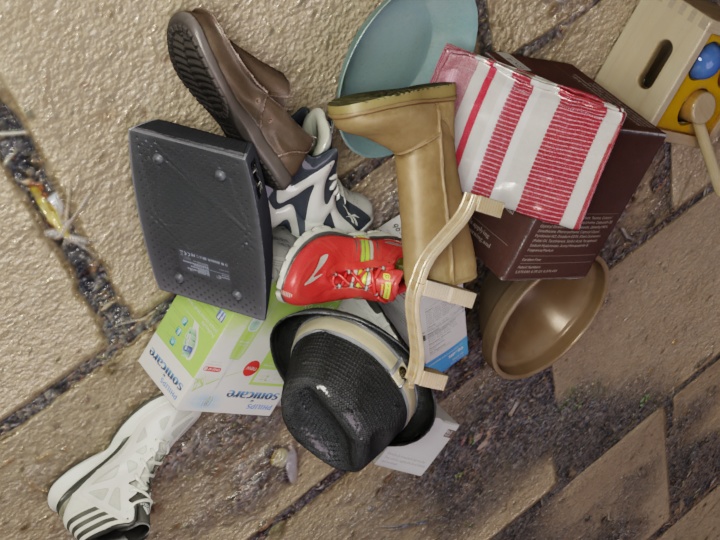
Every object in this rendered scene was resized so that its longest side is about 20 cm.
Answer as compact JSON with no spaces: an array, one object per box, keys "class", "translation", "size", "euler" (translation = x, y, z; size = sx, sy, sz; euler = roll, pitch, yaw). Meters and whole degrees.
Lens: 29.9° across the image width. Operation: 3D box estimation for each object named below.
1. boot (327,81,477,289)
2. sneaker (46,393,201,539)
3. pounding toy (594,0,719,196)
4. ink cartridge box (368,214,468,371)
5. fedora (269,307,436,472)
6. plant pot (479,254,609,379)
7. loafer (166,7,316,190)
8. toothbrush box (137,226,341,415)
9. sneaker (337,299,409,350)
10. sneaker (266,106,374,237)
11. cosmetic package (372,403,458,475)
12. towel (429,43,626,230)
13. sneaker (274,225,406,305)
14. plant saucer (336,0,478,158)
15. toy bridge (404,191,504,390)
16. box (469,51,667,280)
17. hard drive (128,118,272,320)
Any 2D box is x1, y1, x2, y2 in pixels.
[{"class":"boot","translation":[0.048,-0.076,1.309],"size":[0.175,0.066,0.201],"euler":[-14,103,-43]},{"class":"sneaker","translation":[-0.232,0.226,1.461],"size":[0.200,0.115,0.076],"euler":[-41,145,-8]},{"class":"pounding toy","translation":[0.400,-0.216,1.645],"size":[0.184,0.142,0.200],"euler":[3,123,-47]},{"class":"ink cartridge box","translation":[0.061,0.020,1.555],"size":[0.068,0.116,0.200],"euler":[-33,144,-18]},{"class":"fedora","translation":[-0.022,0.134,1.367],"size":[0.201,0.200,0.092],"euler":[89,24,-46]},{"class":"plant pot","translation":[0.220,0.037,1.758],"size":[0.200,0.093,0.201],"euler":[-28,141,-25]},{"class":"loafer","translation":[-0.106,-0.164,1.224],"size":[0.071,0.073,0.200],"euler":[-46,133,-17]},{"class":"toothbrush box","translation":[-0.118,0.049,1.428],"size":[0.145,0.086,0.200],"euler":[12,117,-50]},{"class":"sneaker","translation":[-0.001,0.072,1.479],"size":[0.080,0.200,0.074],"euler":[-35,150,-1]},{"class":"sneaker","translation":[-0.039,-0.100,1.361],"size":[0.199,0.080,0.130],"euler":[11,126,-39]},{"class":"cosmetic package","translation":[0.005,0.137,1.542],"size":[0.081,0.200,0.113],"euler":[-52,144,9]},{"class":"towel","translation":[0.155,-0.133,1.383],"size":[0.023,0.199,0.144],"euler":[-71,180,-65]},{"class":"sneaker","translation":[0.000,0.000,1.357],"size":[0.200,0.085,0.077],"euler":[-12,121,-47]},{"class":"plant saucer","translation":[0.038,-0.210,1.355],"size":[0.201,0.039,0.201],"euler":[-34,143,-30]},{"class":"toy bridge","translation":[0.078,0.020,1.305],"size":[0.067,0.027,0.201],"euler":[15,96,-32]},{"class":"box","translation":[0.199,-0.114,1.518],"size":[0.164,0.166,0.200],"euler":[0,126,-46]},{"class":"hard drive","translation":[-0.144,-0.049,1.268],"size":[0.200,0.134,0.042],"euler":[87,26,-43]}]
